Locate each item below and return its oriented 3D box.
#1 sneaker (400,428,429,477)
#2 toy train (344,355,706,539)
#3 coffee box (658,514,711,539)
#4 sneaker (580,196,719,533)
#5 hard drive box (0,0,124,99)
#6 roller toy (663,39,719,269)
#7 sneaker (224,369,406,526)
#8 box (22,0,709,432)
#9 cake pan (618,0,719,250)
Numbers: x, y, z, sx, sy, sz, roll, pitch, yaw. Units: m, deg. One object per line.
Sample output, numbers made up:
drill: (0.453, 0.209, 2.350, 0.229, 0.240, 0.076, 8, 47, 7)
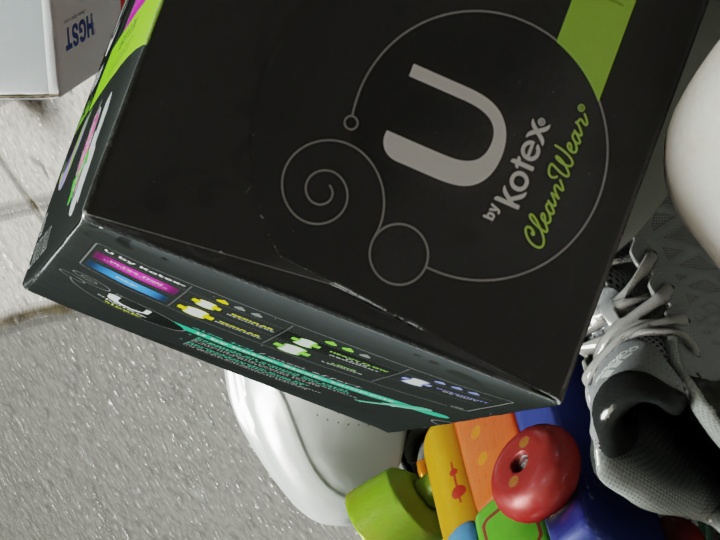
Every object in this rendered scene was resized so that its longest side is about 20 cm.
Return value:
sneaker: (0.042, 0.070, 1.087, 0.074, 0.079, 0.200, 53, 156, 5)
toy train: (0.041, 0.063, 0.964, 0.084, 0.116, 0.201, 36, -155, -32)
coffee box: (0.108, 0.165, 0.972, 0.201, 0.044, 0.124, -85, -8, -46)
sneaker: (0.085, 0.004, 0.881, 0.075, 0.116, 0.200, -36, 94, 24)
hard drive box: (-0.127, -0.175, 0.960, 0.076, 0.156, 0.202, 1, 107, 12)
roller toy: (0.174, -0.030, 0.610, 0.140, 0.199, 0.183, 51, 146, 13)
sneaker: (0.000, 0.000, 1.019, 0.099, 0.074, 0.202, 7, 97, 54)
box: (-0.002, -0.048, 0.698, 0.124, 0.150, 0.200, 21, 171, -8)
cake pan: (0.042, -0.082, 0.858, 0.200, 0.037, 0.202, -7, 81, 49)
